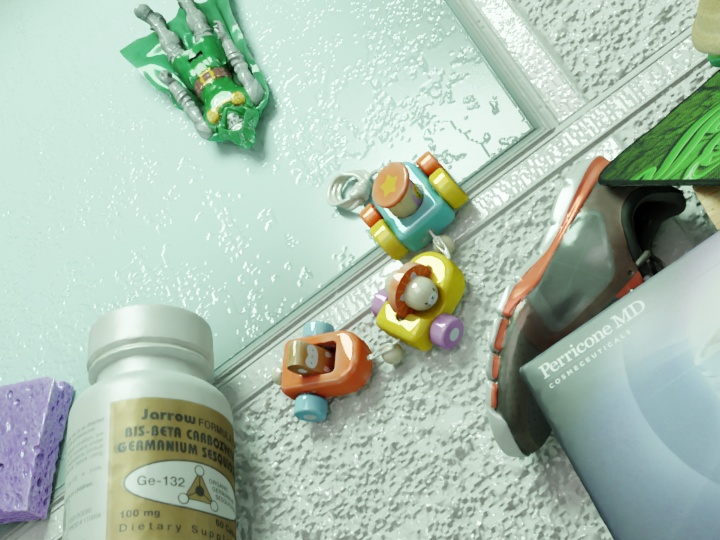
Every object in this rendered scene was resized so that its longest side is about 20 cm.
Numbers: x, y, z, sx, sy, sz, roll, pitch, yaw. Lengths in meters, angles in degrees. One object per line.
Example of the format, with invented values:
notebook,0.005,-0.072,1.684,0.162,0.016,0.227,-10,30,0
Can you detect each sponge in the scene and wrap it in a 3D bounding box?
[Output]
sponge,-0.324,0.155,1.037,0.200,0.030,0.112,-12,58,28

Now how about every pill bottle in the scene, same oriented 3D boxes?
pill bottle,-0.143,0.130,0.868,0.114,0.114,0.200,-22,54,23

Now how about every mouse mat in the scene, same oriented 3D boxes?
mouse mat,0.241,-0.110,0.726,0.200,0.008,0.161,-41,17,-14

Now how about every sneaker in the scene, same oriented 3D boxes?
sneaker,0.139,0.022,0.764,0.082,0.077,0.200,14,74,32

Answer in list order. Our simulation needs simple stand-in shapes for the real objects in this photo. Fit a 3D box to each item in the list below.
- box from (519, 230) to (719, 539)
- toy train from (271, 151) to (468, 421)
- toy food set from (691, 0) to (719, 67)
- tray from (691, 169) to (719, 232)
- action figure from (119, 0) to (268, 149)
box,0.219,0.087,0.638,0.200,0.123,0.199,-37,48,12
toy train,0.000,0.000,0.883,0.150,0.056,0.200,-8,61,31
toy food set,0.284,-0.179,0.735,0.200,0.049,0.198,-35,15,7
tray,0.289,-0.065,0.689,0.200,0.099,0.037,-32,56,16
action figure,-0.131,-0.170,1.076,0.118,0.055,0.200,-38,53,7
